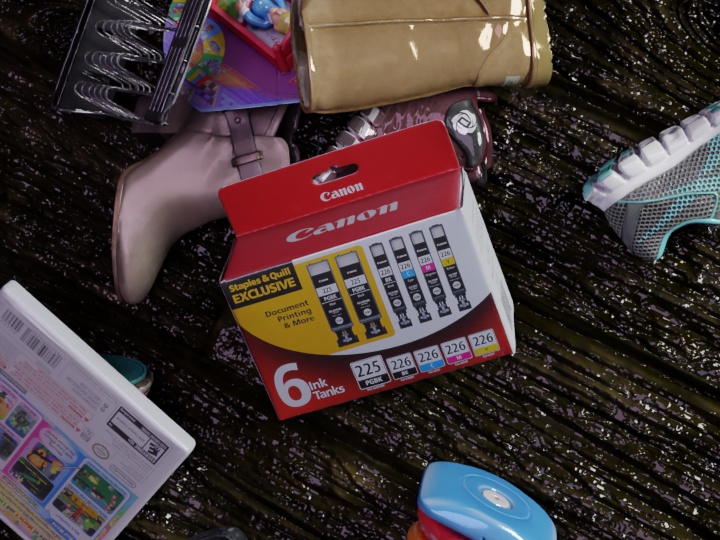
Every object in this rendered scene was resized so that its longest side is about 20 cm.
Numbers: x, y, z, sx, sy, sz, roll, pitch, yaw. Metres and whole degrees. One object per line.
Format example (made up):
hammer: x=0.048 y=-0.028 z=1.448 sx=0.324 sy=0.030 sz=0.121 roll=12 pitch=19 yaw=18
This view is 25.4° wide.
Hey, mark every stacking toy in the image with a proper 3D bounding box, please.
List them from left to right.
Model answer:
stacking toy: x=0.064 y=0.261 z=1.249 sx=0.115 sy=0.110 sz=0.201 roll=26 pitch=104 yaw=3

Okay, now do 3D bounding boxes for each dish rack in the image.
dish rack: x=-0.180 y=-0.191 z=1.300 sx=0.054 sy=0.200 sz=0.155 roll=19 pitch=90 yaw=-27

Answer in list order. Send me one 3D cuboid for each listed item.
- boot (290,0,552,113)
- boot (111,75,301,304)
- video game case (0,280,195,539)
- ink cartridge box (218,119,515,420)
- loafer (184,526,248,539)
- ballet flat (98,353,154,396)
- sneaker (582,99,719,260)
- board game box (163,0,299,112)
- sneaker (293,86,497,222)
boot: x=0.043 y=-0.214 z=1.248 sx=0.198 sy=0.066 sz=0.177 roll=-5 pitch=74 yaw=-13
boot: x=-0.123 y=-0.068 z=1.325 sx=0.145 sy=0.070 sz=0.202 roll=4 pitch=85 yaw=14
video game case: x=-0.260 y=0.135 z=1.314 sx=0.200 sy=0.024 sz=0.182 roll=41 pitch=117 yaw=-2
ink cartridge box: x=0.000 y=0.000 z=1.244 sx=0.198 sy=0.084 sz=0.177 roll=-17 pitch=114 yaw=12
loafer: x=-0.174 y=0.280 z=1.312 sx=0.200 sy=0.070 sz=0.068 roll=-36 pitch=79 yaw=9
ballet flat: x=-0.263 y=0.103 z=1.358 sx=0.198 sy=0.076 sz=0.064 roll=5 pitch=118 yaw=18
sneaker: x=0.276 y=-0.078 z=1.237 sx=0.199 sy=0.078 sz=0.092 roll=-29 pitch=95 yaw=14
board game box: x=-0.070 y=-0.213 z=1.305 sx=0.198 sy=0.039 sz=0.159 roll=-4 pitch=64 yaw=8
sneaker: x=0.038 y=-0.081 z=1.286 sx=0.115 sy=0.076 sz=0.201 roll=35 pitch=94 yaw=10
